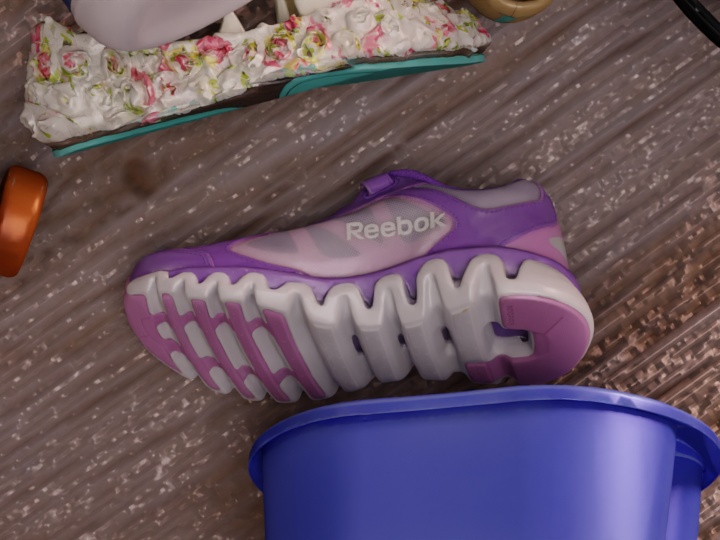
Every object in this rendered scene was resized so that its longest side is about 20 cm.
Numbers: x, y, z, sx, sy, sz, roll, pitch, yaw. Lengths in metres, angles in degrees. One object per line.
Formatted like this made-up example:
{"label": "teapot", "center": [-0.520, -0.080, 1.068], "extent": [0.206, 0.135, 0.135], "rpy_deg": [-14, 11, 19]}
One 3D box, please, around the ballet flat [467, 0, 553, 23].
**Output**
{"label": "ballet flat", "center": [0.079, -0.199, 1.048], "extent": [0.069, 0.063, 0.200], "rpy_deg": [4, 104, -4]}

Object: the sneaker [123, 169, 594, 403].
{"label": "sneaker", "center": [0.000, 0.000, 1.078], "extent": [0.200, 0.088, 0.080], "rpy_deg": [-2, 144, 11]}

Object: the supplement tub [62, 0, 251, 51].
{"label": "supplement tub", "center": [-0.094, -0.201, 0.976], "extent": [0.144, 0.144, 0.200], "rpy_deg": [-34, 85, -1]}

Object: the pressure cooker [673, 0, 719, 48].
{"label": "pressure cooker", "center": [0.214, -0.164, 1.026], "extent": [0.200, 0.176, 0.179], "rpy_deg": [-50, 132, 3]}

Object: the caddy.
{"label": "caddy", "center": [0.051, 0.099, 1.051], "extent": [0.200, 0.141, 0.105], "rpy_deg": [-5, 64, 16]}

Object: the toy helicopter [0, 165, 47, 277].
{"label": "toy helicopter", "center": [-0.171, 0.002, 0.987], "extent": [0.079, 0.200, 0.132], "rpy_deg": [20, 79, -11]}

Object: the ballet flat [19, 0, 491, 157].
{"label": "ballet flat", "center": [-0.046, -0.097, 1.054], "extent": [0.200, 0.076, 0.064], "rpy_deg": [-13, 93, -8]}
